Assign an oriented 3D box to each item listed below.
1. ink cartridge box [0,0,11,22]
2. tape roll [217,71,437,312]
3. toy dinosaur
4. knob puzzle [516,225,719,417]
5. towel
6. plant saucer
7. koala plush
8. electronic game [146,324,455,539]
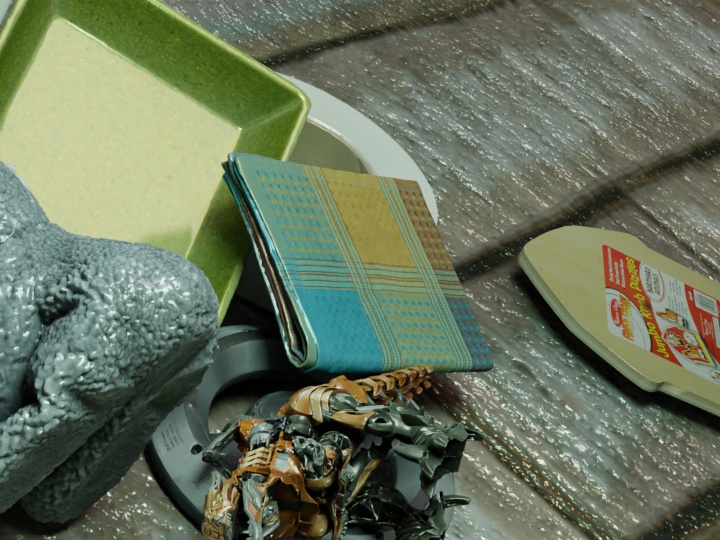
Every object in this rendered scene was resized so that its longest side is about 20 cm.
[{"bbox_3d":[-0.294,-0.173,1.446,0.145,0.200,0.084,19,32,-20],"label":"ink cartridge box"},{"bbox_3d":[-0.050,-0.053,1.631,0.202,0.071,0.203,24,30,-15],"label":"tape roll"},{"bbox_3d":[-0.009,0.101,1.343,0.135,0.102,0.200,22,56,20],"label":"toy dinosaur"},{"bbox_3d":[0.201,0.035,1.776,0.219,0.031,0.220,24,31,-15],"label":"knob puzzle"},{"bbox_3d":[0.000,0.000,1.502,0.200,0.022,0.147,5,58,-54],"label":"towel"},{"bbox_3d":[-0.152,-0.075,1.477,0.200,0.048,0.200,31,57,-15],"label":"plant saucer"},{"bbox_3d":[-0.190,0.009,1.237,0.200,0.184,0.177,49,17,16],"label":"koala plush"},{"bbox_3d":[-0.036,0.107,1.424,0.199,0.042,0.200,18,38,-15],"label":"electronic game"}]
